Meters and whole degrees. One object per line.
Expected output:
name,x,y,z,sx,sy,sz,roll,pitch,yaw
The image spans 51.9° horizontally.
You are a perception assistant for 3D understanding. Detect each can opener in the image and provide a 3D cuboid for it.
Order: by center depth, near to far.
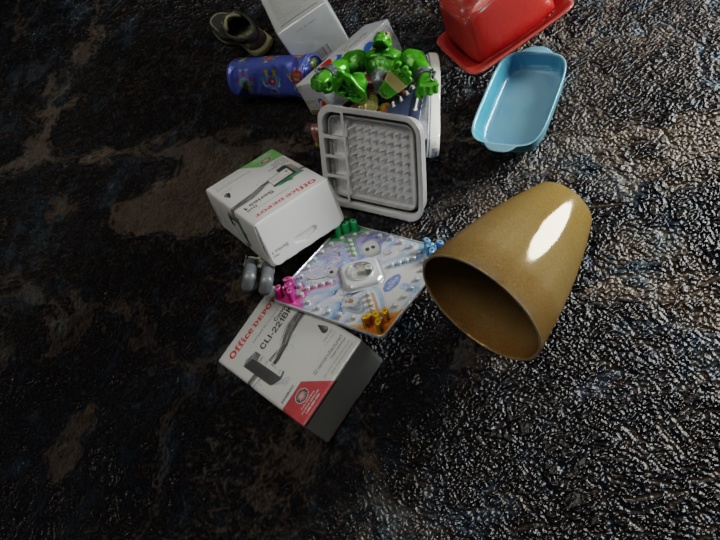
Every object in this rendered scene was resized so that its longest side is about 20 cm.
can opener,-0.161,0.012,1.168,0.052,0.200,0.067,10,96,-9

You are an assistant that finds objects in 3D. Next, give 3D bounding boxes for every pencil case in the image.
pencil case,-0.160,-0.367,1.414,0.198,0.088,0.078,7,37,31

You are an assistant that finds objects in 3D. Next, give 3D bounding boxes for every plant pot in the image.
plant pot,0.213,-0.017,0.981,0.185,0.187,0.200,27,63,36

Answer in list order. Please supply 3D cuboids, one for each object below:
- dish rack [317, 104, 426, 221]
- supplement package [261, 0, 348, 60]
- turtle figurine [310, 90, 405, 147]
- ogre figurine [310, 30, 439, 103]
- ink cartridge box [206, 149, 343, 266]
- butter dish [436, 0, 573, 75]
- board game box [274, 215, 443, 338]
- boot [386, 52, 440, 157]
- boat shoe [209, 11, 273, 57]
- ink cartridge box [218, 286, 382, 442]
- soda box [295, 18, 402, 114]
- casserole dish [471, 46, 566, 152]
dish rack,0.025,-0.176,1.179,0.198,0.173,0.043,16,34,34
supplement package,-0.119,-0.511,1.452,0.113,0.110,0.201,-30,54,10
turtle figurine,-0.006,-0.259,1.281,0.160,0.064,0.202,-7,61,24
ogre figurine,0.028,-0.320,1.193,0.198,0.099,0.120,-13,34,24
ink cartridge box,-0.142,-0.108,1.209,0.145,0.085,0.200,-35,36,-17
butter dish,0.207,-0.446,1.204,0.199,0.148,0.200,-34,36,7
board game box,0.000,0.000,1.104,0.198,0.026,0.200,16,48,30
boot,0.086,-0.279,1.225,0.089,0.073,0.202,2,63,2
boat shoe,-0.260,-0.512,1.554,0.072,0.066,0.200,-49,53,-4
ink cartridge box,-0.091,0.133,1.096,0.199,0.084,0.145,28,78,37
soda box,-0.018,-0.357,1.300,0.068,0.064,0.200,9,49,50
casserole dish,0.253,-0.261,1.164,0.120,0.039,0.202,13,69,33
